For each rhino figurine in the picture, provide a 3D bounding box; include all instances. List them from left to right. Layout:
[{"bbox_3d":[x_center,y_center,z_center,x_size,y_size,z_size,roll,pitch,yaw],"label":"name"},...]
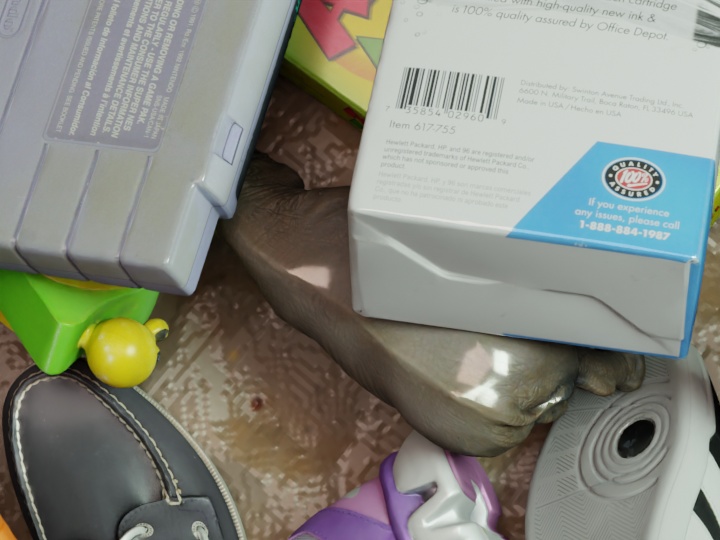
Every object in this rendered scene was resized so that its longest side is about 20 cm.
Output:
[{"bbox_3d":[0.000,0.000,0.964,0.200,0.087,0.060,35,114,26],"label":"rhino figurine"}]

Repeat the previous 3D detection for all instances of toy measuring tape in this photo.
[{"bbox_3d":[-0.124,-0.032,1.015,0.073,0.074,0.200,-38,59,-1],"label":"toy measuring tape"}]

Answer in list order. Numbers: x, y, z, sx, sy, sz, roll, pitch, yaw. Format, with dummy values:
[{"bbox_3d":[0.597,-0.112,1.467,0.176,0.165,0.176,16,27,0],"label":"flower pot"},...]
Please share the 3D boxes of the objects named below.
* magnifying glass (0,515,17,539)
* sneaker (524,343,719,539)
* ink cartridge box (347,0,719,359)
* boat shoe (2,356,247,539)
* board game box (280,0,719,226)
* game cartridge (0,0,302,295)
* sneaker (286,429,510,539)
[{"bbox_3d":[-0.161,0.049,0.927,0.079,0.022,0.201,-28,106,12],"label":"magnifying glass"},{"bbox_3d":[0.115,0.126,0.947,0.073,0.112,0.201,-25,40,33],"label":"sneaker"},{"bbox_3d":[0.070,-0.078,0.922,0.115,0.068,0.201,8,59,8],"label":"ink cartridge box"},{"bbox_3d":[-0.073,0.114,0.971,0.072,0.063,0.201,-29,77,1],"label":"boat shoe"},{"bbox_3d":[0.050,-0.079,1.001,0.200,0.048,0.102,37,86,12],"label":"board game box"},{"bbox_3d":[-0.085,-0.092,0.967,0.129,0.038,0.201,10,70,21],"label":"game cartridge"},{"bbox_3d":[0.028,0.159,0.947,0.088,0.080,0.201,-23,72,8],"label":"sneaker"}]
